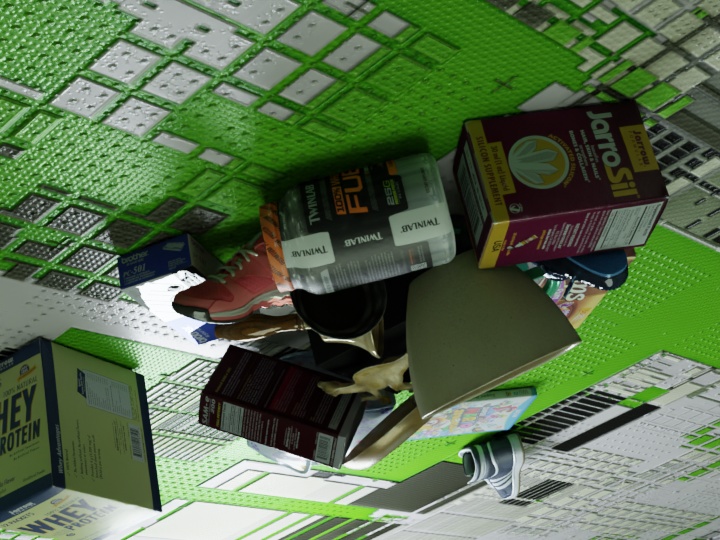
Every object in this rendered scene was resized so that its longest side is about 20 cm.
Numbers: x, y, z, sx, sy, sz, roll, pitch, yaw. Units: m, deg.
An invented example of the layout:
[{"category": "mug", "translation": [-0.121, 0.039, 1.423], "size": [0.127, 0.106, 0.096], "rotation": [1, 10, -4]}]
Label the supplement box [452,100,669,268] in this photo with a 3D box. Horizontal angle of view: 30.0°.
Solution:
[{"category": "supplement box", "translation": [0.212, -0.092, 1.452], "size": [0.197, 0.132, 0.104], "rotation": [-9, 152, -10]}]

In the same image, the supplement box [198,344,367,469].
[{"category": "supplement box", "translation": [-0.100, 0.176, 1.754], "size": [0.197, 0.109, 0.061], "rotation": [17, 127, 9]}]

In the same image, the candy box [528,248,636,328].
[{"category": "candy box", "translation": [0.266, 0.011, 1.764], "size": [0.115, 0.057, 0.200], "rotation": [-3, 153, -18]}]

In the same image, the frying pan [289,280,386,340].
[{"category": "frying pan", "translation": [-0.016, -0.006, 1.530], "size": [0.114, 0.192, 0.031], "rotation": [22, 150, -7]}]

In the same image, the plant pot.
[{"category": "plant pot", "translation": [0.058, 0.196, 1.754], "size": [0.199, 0.028, 0.200], "rotation": [-40, 178, -1]}]

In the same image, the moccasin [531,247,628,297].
[{"category": "moccasin", "translation": [0.237, -0.021, 1.544], "size": [0.080, 0.200, 0.069], "rotation": [-18, 123, -22]}]

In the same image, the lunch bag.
[{"category": "lunch bag", "translation": [-0.065, 0.201, 1.906], "size": [0.197, 0.128, 0.170], "rotation": [-2, 146, -14]}]

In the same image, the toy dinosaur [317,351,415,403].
[{"category": "toy dinosaur", "translation": [0.040, 0.126, 1.669], "size": [0.199, 0.059, 0.101], "rotation": [-32, 149, 28]}]

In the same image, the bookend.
[{"category": "bookend", "translation": [0.063, 0.064, 1.733], "size": [0.199, 0.093, 0.198], "rotation": [-28, 152, 25]}]

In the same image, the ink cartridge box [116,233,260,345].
[{"category": "ink cartridge box", "translation": [-0.199, 0.026, 1.592], "size": [0.093, 0.045, 0.200], "rotation": [-17, 154, 13]}]

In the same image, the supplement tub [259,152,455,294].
[{"category": "supplement tub", "translation": [-0.003, -0.047, 1.452], "size": [0.197, 0.124, 0.123], "rotation": [-14, 154, 1]}]

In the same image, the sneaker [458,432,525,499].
[{"category": "sneaker", "translation": [0.230, 0.360, 2.410], "size": [0.107, 0.071, 0.201], "rotation": [-14, 147, -9]}]

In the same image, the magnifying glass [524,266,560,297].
[{"category": "magnifying glass", "translation": [0.161, 0.038, 1.635], "size": [0.198, 0.023, 0.080], "rotation": [-13, 146, -29]}]

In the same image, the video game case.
[{"category": "video game case", "translation": [0.175, 0.236, 2.204], "size": [0.197, 0.018, 0.144], "rotation": [-4, 151, -18]}]

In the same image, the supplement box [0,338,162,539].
[{"category": "supplement box", "translation": [-0.377, 0.223, 1.718], "size": [0.133, 0.202, 0.199], "rotation": [-27, 150, 24]}]

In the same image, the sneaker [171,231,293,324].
[{"category": "sneaker", "translation": [-0.128, 0.002, 1.521], "size": [0.198, 0.088, 0.073], "rotation": [-14, -161, -34]}]

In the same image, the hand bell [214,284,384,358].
[{"category": "hand bell", "translation": [-0.077, 0.062, 1.602], "size": [0.197, 0.106, 0.104], "rotation": [-7, 155, 10]}]

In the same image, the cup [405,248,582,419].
[{"category": "cup", "translation": [0.129, 0.059, 1.509], "size": [0.198, 0.145, 0.200], "rotation": [-24, 170, -4]}]

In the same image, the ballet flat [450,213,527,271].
[{"category": "ballet flat", "translation": [0.146, -0.026, 1.637], "size": [0.072, 0.074, 0.200], "rotation": [-22, 158, 18]}]
